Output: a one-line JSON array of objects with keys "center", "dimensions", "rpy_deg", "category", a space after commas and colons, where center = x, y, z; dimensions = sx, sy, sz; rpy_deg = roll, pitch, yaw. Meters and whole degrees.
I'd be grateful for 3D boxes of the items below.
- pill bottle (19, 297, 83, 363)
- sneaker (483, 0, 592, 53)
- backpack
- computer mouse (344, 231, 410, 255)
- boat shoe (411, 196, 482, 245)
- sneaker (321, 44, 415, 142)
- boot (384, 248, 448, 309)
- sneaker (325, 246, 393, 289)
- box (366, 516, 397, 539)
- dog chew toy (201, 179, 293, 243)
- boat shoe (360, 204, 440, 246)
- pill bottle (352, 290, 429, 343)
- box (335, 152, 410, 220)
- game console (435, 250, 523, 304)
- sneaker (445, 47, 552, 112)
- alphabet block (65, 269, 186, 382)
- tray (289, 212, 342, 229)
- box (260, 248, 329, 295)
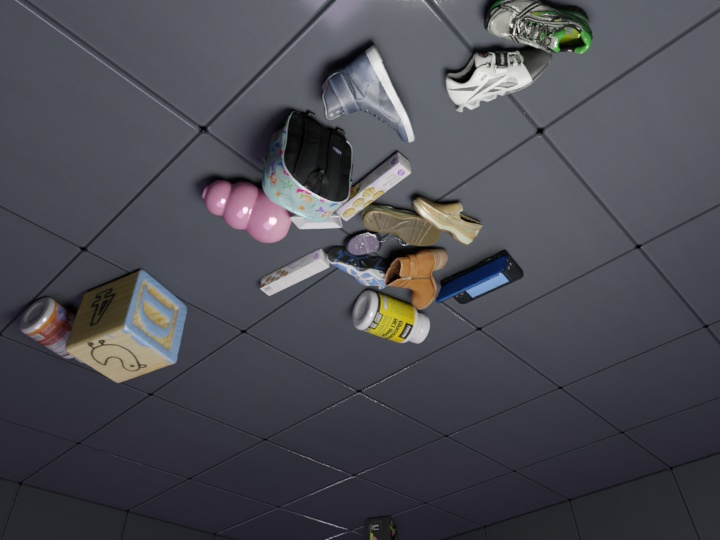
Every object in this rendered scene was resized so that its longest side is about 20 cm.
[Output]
[{"center": [-0.817, 0.171, 1.606], "dimensions": [0.112, 0.112, 0.200], "rpy_deg": [-19, 136, 17], "category": "pill bottle"}, {"center": [0.315, -0.428, 1.020], "dimensions": [0.200, 0.085, 0.078], "rpy_deg": [4, 138, -6], "category": "sneaker"}, {"center": [-0.108, -0.194, 1.171], "dimensions": [0.177, 0.200, 0.151], "rpy_deg": [25, 132, -29], "category": "backpack"}, {"center": [0.059, -0.079, 1.440], "dimensions": [0.200, 0.034, 0.059], "rpy_deg": [-10, 113, 2], "category": "computer mouse"}, {"center": [0.207, -0.132, 1.367], "dimensions": [0.200, 0.072, 0.076], "rpy_deg": [24, 118, -36], "category": "boat shoe"}, {"center": [0.010, -0.310, 1.129], "dimensions": [0.146, 0.077, 0.202], "rpy_deg": [-28, 124, 10], "category": "sneaker"}, {"center": [0.126, 0.028, 1.488], "dimensions": [0.155, 0.074, 0.200], "rpy_deg": [-11, 132, -34], "category": "boot"}, {"center": [0.000, 0.000, 1.486], "dimensions": [0.200, 0.076, 0.077], "rpy_deg": [19, 129, -21], "category": "sneaker"}, {"center": [0.113, 1.352, 2.945], "dimensions": [0.124, 0.149, 0.200], "rpy_deg": [-9, 138, 10], "category": "box"}, {"center": [-0.250, -0.139, 1.291], "dimensions": [0.200, 0.125, 0.125], "rpy_deg": [19, 134, -12], "category": "dog chew toy"}, {"center": [0.095, -0.113, 1.380], "dimensions": [0.200, 0.063, 0.073], "rpy_deg": [11, 120, -19], "category": "boat shoe"}, {"center": [0.087, 0.135, 1.614], "dimensions": [0.200, 0.113, 0.112], "rpy_deg": [20, 133, -24], "category": "pill bottle"}, {"center": [0.023, -0.184, 1.299], "dimensions": [0.200, 0.039, 0.041], "rpy_deg": [-33, 130, 30], "category": "box"}, {"center": [0.314, 0.045, 1.523], "dimensions": [0.200, 0.118, 0.171], "rpy_deg": [-27, 132, 26], "category": "game console"}, {"center": [0.253, -0.374, 1.084], "dimensions": [0.200, 0.074, 0.089], "rpy_deg": [-23, 136, 20], "category": "sneaker"}, {"center": [-0.606, 0.148, 1.531], "dimensions": [0.200, 0.197, 0.195], "rpy_deg": [-21, 134, 19], "category": "alphabet block"}, {"center": [-0.097, -0.116, 1.319], "dimensions": [0.107, 0.022, 0.200], "rpy_deg": [-3, 177, 0], "category": "tray"}, {"center": [-0.172, 0.006, 1.511], "dimensions": [0.200, 0.039, 0.041], "rpy_deg": [-26, 135, 24], "category": "box"}]
